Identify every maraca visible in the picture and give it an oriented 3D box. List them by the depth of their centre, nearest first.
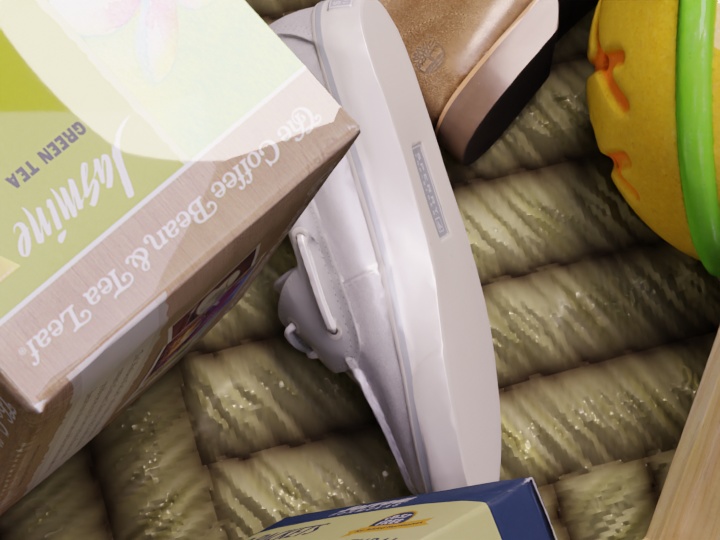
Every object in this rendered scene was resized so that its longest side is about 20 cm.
[{"bbox_3d":[0.138,-0.093,0.823,0.107,0.200,0.137,1,29,18],"label":"maraca"}]

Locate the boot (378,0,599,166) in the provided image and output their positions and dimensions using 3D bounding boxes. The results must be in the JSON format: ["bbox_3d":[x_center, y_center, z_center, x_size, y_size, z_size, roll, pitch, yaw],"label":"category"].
[{"bbox_3d":[0.074,-0.137,0.873,0.075,0.074,0.200,37,70,13],"label":"boot"}]

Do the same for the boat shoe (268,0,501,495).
[{"bbox_3d":[0.000,0.000,0.816,0.068,0.072,0.200,-15,98,20],"label":"boat shoe"}]

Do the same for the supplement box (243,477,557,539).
[{"bbox_3d":[-0.022,0.196,0.669,0.200,0.134,0.200,-23,94,-39],"label":"supplement box"}]

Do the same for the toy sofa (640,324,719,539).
[{"bbox_3d":[0.176,0.037,0.787,0.098,0.083,0.200,-3,116,-46],"label":"toy sofa"}]

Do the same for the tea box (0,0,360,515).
[{"bbox_3d":[-0.128,-0.045,0.694,0.197,0.200,0.134,46,70,3],"label":"tea box"}]
